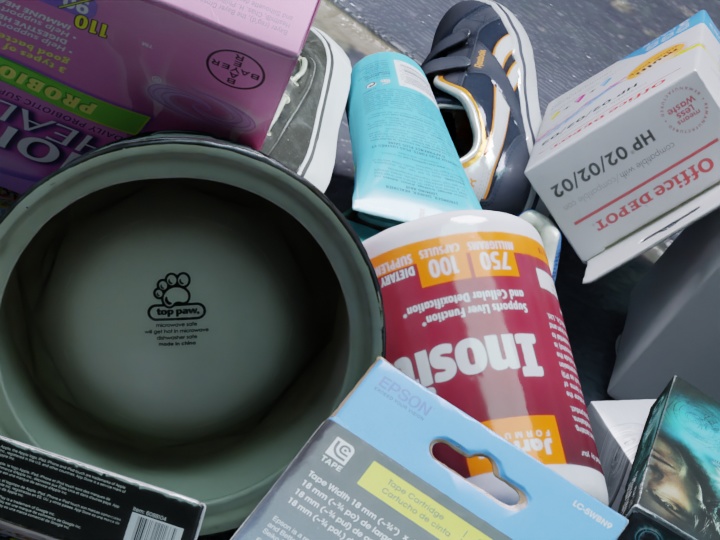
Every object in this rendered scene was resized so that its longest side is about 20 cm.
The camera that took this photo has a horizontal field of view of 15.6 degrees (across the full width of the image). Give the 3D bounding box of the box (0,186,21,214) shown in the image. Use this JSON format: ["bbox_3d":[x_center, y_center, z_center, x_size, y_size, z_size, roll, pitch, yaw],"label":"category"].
[{"bbox_3d":[-0.163,-0.030,1.397,0.200,0.035,0.110,10,37,-23],"label":"box"}]

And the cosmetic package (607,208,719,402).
[{"bbox_3d":[0.228,-0.003,1.466,0.081,0.200,0.113,32,36,-6],"label":"cosmetic package"}]

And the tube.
[{"bbox_3d":[0.025,-0.066,1.459,0.077,0.050,0.200,7,23,-9],"label":"tube"}]

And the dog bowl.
[{"bbox_3d":[-0.089,0.023,1.250,0.200,0.200,0.074,19,18,-10],"label":"dog bowl"}]

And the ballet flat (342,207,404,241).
[{"bbox_3d":[0.000,0.000,1.426,0.067,0.070,0.200,17,18,20],"label":"ballet flat"}]

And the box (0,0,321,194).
[{"bbox_3d":[-0.121,-0.117,1.293,0.176,0.200,0.097,21,58,-4],"label":"box"}]

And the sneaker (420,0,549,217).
[{"bbox_3d":[0.061,-0.104,1.603,0.079,0.078,0.200,16,37,-24],"label":"sneaker"}]

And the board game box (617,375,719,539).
[{"bbox_3d":[0.225,0.143,1.309,0.200,0.028,0.135,31,29,-1],"label":"board game box"}]

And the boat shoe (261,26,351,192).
[{"bbox_3d":[-0.050,-0.099,1.492,0.064,0.071,0.200,47,19,-24],"label":"boat shoe"}]

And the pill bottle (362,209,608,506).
[{"bbox_3d":[0.057,0.081,1.289,0.113,0.113,0.200,1,64,-32],"label":"pill bottle"}]

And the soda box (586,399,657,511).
[{"bbox_3d":[0.173,0.157,1.343,0.063,0.068,0.200,0,43,-33],"label":"soda box"}]

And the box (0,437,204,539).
[{"bbox_3d":[-0.176,0.091,1.162,0.200,0.110,0.035,20,79,-11],"label":"box"}]

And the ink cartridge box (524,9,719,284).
[{"bbox_3d":[0.162,-0.073,1.493,0.068,0.115,0.200,55,17,-10],"label":"ink cartridge box"}]

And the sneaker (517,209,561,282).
[{"bbox_3d":[0.048,0.029,1.421,0.076,0.077,0.200,33,38,7],"label":"sneaker"}]

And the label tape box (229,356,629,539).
[{"bbox_3d":[0.007,0.158,1.182,0.144,0.063,0.200,34,56,10],"label":"label tape box"}]
